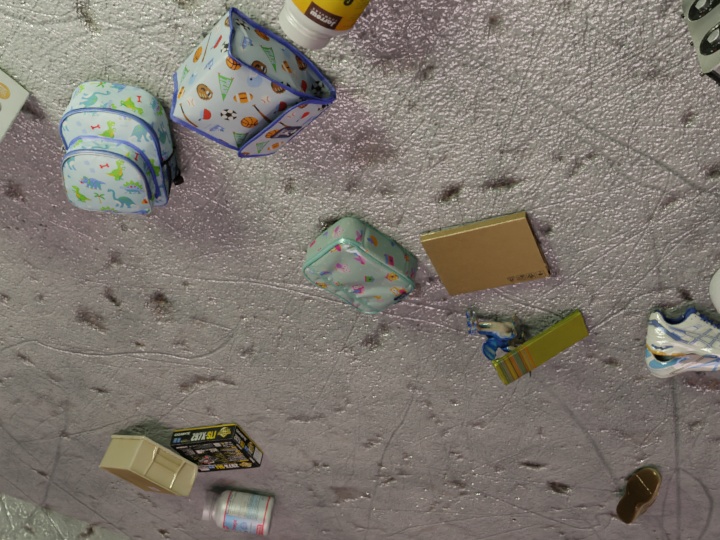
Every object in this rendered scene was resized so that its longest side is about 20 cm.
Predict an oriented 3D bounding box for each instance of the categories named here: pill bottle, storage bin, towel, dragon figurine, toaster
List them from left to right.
[{"bbox_3d":[-0.571,0.531,2.158,0.198,0.094,0.199,39,148,-30],"label":"storage bin"},{"bbox_3d":[-0.357,0.707,2.343,0.199,0.109,0.109,9,139,1],"label":"pill bottle"},{"bbox_3d":[-0.030,-0.387,1.042,0.109,0.110,0.200,26,137,-18],"label":"pill bottle"},{"bbox_3d":[0.281,0.145,1.622,0.099,0.059,0.200,-15,133,26],"label":"dragon figurine"},{"bbox_3d":[0.358,0.155,1.586,0.199,0.018,0.086,-32,135,2],"label":"towel"},{"bbox_3d":[0.519,-0.280,1.002,0.199,0.182,0.119,28,135,-19],"label":"toaster"}]

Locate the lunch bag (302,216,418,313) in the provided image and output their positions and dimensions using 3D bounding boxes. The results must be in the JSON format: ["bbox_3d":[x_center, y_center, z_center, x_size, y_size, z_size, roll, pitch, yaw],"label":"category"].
[{"bbox_3d":[0.000,0.000,1.498,0.200,0.077,0.160,34,133,-25],"label":"lunch bag"}]

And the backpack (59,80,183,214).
[{"bbox_3d":[-0.399,-0.194,1.305,0.182,0.148,0.201,6,136,1],"label":"backpack"}]

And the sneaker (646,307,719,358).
[{"bbox_3d":[0.641,0.115,1.494,0.199,0.075,0.089,0,97,14],"label":"sneaker"}]

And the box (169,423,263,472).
[{"bbox_3d":[-0.386,0.478,2.137,0.199,0.050,0.160,-11,138,21],"label":"box"}]

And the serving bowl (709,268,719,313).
[{"bbox_3d":[0.732,0.047,1.419,0.199,0.066,0.201,6,139,5],"label":"serving bowl"}]

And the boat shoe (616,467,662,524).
[{"bbox_3d":[0.713,0.561,2.012,0.065,0.072,0.201,-14,135,-29],"label":"boat shoe"}]

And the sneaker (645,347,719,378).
[{"bbox_3d":[0.658,0.158,1.558,0.199,0.072,0.073,-18,120,23],"label":"sneaker"}]

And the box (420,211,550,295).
[{"bbox_3d":[0.230,-0.027,1.465,0.199,0.021,0.164,-12,134,23],"label":"box"}]

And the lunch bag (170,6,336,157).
[{"bbox_3d":[-0.159,-0.262,1.206,0.199,0.125,0.170,24,139,-37],"label":"lunch bag"}]

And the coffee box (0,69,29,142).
[{"bbox_3d":[-0.695,-0.244,1.265,0.199,0.199,0.200,-22,131,34],"label":"coffee box"}]
